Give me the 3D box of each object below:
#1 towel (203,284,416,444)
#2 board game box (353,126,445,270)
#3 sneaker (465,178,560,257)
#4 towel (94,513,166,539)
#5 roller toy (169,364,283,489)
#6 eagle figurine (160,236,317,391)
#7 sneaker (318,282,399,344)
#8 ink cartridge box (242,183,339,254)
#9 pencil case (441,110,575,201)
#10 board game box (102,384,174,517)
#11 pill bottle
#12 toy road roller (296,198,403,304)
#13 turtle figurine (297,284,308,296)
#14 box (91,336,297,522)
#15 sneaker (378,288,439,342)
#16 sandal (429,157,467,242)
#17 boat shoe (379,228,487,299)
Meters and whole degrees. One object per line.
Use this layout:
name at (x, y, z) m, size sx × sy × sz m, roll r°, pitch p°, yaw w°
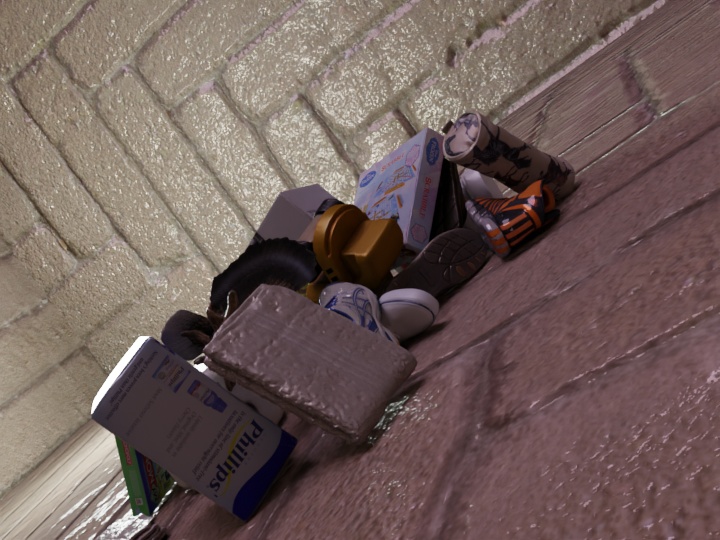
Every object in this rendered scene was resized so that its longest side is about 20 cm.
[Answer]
towel at (-0.055, 0.095, 0.915) m, size 0.133 × 0.199 × 0.035 m, roll -49°, pitch -21°, yaw -43°
board game box at (0.047, -0.093, 1.340) m, size 0.200 × 0.041 × 0.201 m, roll -27°, pitch 46°, yaw 55°
sneaker at (0.219, -0.080, 1.225) m, size 0.112 × 0.078 × 0.200 m, roll -31°, pitch 17°, yaw 4°
towel at (-0.328, 0.369, 1.103) m, size 0.132 × 0.035 × 0.200 m, roll -42°, pitch 8°, yaw -37°
roller toy at (-0.212, 0.197, 1.213) m, size 0.199 × 0.140 × 0.183 m, roll -34°, pitch 8°, yaw 20°
eagle figurine at (-0.132, 0.064, 1.084) m, size 0.151 × 0.151 × 0.200 m, roll -38°, pitch 7°, yaw 27°
sneaker at (-0.020, 0.059, 1.062) m, size 0.076 × 0.088 × 0.200 m, roll -57°, pitch 31°, yaw 10°
ink cartridge box at (-0.119, -0.035, 1.417) m, size 0.201 × 0.084 × 0.144 m, roll -56°, pitch -11°, yaw 22°
pencil case at (0.211, -0.161, 1.249) m, size 0.078 × 0.199 × 0.089 m, roll -65°, pitch 28°, yaw 6°
board game box at (-0.315, 0.237, 1.267) m, size 0.029 × 0.202 × 0.135 m, roll -6°, pitch 14°, yaw 10°
pill bottle at (0.133, -0.080, 1.409) m, size 0.199 × 0.120 × 0.120 m, roll -34°, pitch 7°, yaw 21°
toy road roller at (0.000, 0.000, 1.203) m, size 0.145 × 0.201 × 0.123 m, roll 0°, pitch 44°, yaw 41°
turtle figurine at (-0.121, 0.085, 1.402) m, size 0.161 × 0.064 × 0.200 m, roll -41°, pitch -13°, yaw -41°
box at (-0.193, 0.171, 0.979) m, size 0.105 × 0.200 × 0.184 m, roll -55°, pitch 11°, yaw -13°
sneaker at (0.025, 0.087, 1.123) m, size 0.200 × 0.073 × 0.071 m, roll -32°, pitch 30°, yaw 46°
sandal at (0.128, -0.092, 1.319) m, size 0.081 × 0.054 × 0.202 m, roll -22°, pitch 55°, yaw 34°
boat shoe at (0.095, 0.007, 1.214) m, size 0.199 × 0.075 × 0.073 m, roll -32°, pitch -5°, yaw -30°
